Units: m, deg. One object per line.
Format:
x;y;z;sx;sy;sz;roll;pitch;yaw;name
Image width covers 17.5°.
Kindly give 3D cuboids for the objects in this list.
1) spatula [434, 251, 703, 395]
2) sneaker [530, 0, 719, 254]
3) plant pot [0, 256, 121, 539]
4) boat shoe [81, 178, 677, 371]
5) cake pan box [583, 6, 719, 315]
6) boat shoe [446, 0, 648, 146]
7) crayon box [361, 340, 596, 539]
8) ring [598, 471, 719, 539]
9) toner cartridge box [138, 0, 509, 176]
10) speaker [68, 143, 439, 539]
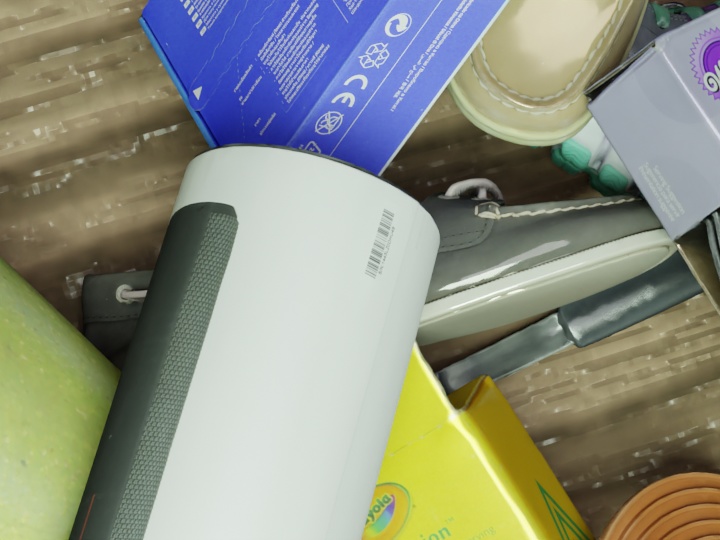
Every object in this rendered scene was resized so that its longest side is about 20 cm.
0.058;0.025;0.799;0.200;0.021;0.057;-26;86;-12;spatula
0.090;-0.073;0.778;0.200;0.074;0.088;36;89;-4;sneaker
-0.176;0.033;0.690;0.184;0.200;0.201;38;82;-16;plant pot
0.000;0.000;0.750;0.200;0.067;0.057;-18;79;11;boat shoe
0.189;-0.018;0.726;0.200;0.052;0.184;-26;80;-30;cake pan box
0.071;-0.138;0.718;0.072;0.065;0.200;17;83;-4;boat shoe
0.023;0.124;0.749;0.127;0.051;0.200;-31;94;17;crayon box
0.140;0.156;0.739;0.200;0.019;0.201;28;48;-35;ring
0.014;-0.119;0.703;0.043;0.095;0.200;12;126;-41;toner cartridge box
-0.038;0.071;0.650;0.081;0.081;0.200;19;69;-7;speaker
